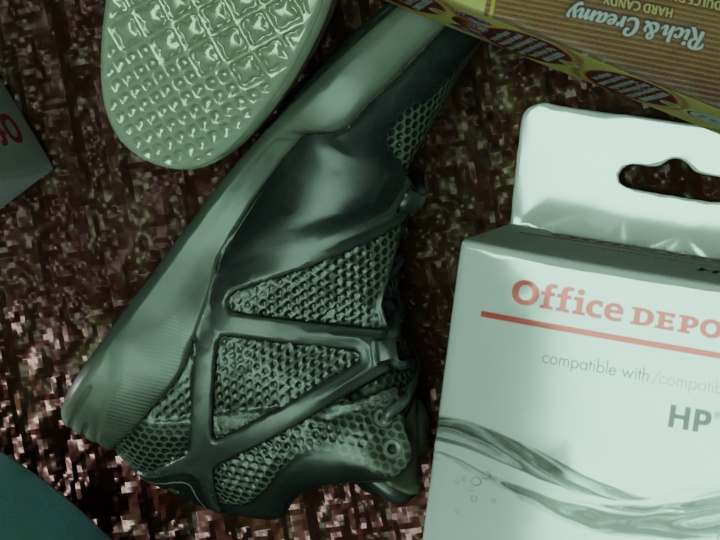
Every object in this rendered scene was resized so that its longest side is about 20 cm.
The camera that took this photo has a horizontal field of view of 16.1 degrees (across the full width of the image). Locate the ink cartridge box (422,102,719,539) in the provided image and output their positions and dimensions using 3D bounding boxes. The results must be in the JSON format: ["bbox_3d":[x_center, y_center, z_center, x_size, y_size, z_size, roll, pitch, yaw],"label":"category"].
[{"bbox_3d":[0.085,0.053,0.824,0.115,0.067,0.202,9,99,16],"label":"ink cartridge box"}]

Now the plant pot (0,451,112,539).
[{"bbox_3d":[-0.147,0.135,0.856,0.200,0.200,0.135,35,69,10],"label":"plant pot"}]

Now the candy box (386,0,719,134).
[{"bbox_3d":[0.052,-0.129,0.776,0.199,0.056,0.117,21,88,-6],"label":"candy box"}]

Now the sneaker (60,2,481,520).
[{"bbox_3d":[0.000,0.000,0.843,0.114,0.076,0.200,35,96,-4],"label":"sneaker"}]

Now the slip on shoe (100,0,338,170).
[{"bbox_3d":[-0.029,-0.128,0.840,0.074,0.061,0.201,21,99,8],"label":"slip on shoe"}]

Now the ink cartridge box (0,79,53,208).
[{"bbox_3d":[-0.208,-0.091,0.855,0.084,0.145,0.201,-32,87,17],"label":"ink cartridge box"}]
